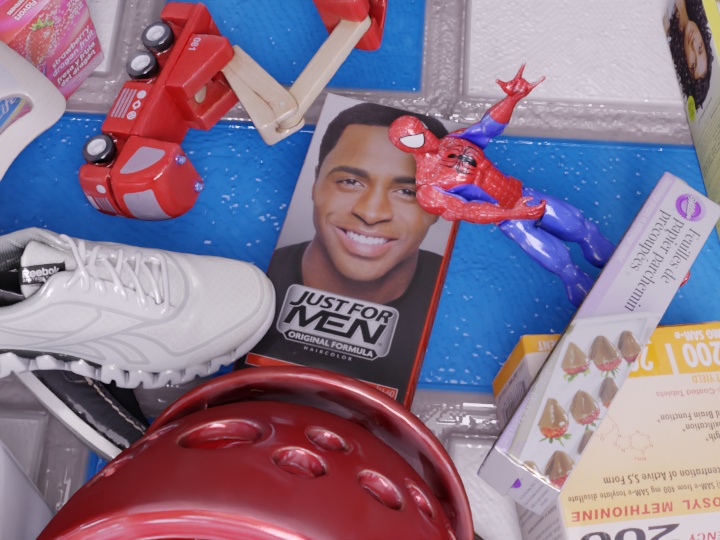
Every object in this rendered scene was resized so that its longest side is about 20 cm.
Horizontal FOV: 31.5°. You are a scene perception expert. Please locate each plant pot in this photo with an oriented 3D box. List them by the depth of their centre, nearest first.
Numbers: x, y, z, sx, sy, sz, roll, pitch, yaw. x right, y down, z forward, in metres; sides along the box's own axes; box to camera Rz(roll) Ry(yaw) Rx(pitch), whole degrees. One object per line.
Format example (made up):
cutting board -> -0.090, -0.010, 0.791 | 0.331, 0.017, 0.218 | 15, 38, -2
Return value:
plant pot -> -0.045, 0.148, 0.571 | 0.200, 0.201, 0.183 | 8, 22, 5

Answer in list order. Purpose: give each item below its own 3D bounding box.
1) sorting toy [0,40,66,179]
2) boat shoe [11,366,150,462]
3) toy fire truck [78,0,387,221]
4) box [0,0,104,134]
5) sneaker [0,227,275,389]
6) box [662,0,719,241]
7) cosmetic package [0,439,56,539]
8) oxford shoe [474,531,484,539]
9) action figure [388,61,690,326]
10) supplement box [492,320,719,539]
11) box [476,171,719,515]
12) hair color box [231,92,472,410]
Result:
sorting toy -> -0.266, -0.090, 0.697 | 0.180, 0.107, 0.200 | 28, 68, -8
boat shoe -> -0.167, 0.052, 0.734 | 0.200, 0.074, 0.060 | 35, 74, 25
toy fire truck -> -0.077, -0.115, 0.803 | 0.141, 0.049, 0.200 | 10, 63, 24
box -> -0.266, -0.114, 0.799 | 0.100, 0.096, 0.200 | 32, 69, 14
sneaker -> -0.141, 0.015, 0.673 | 0.200, 0.081, 0.075 | -3, 54, -15
box -> 0.240, -0.101, 0.800 | 0.050, 0.075, 0.200 | -5, 63, -4
cosmetic package -> -0.234, 0.206, 0.604 | 0.167, 0.166, 0.200 | -5, 63, -2
oxford shoe -> 0.003, 0.138, 0.684 | 0.200, 0.073, 0.071 | 26, 66, 9
action figure -> 0.109, -0.038, 0.717 | 0.200, 0.099, 0.065 | 31, 62, -10
supplement box -> 0.154, 0.133, 0.676 | 0.126, 0.074, 0.200 | -4, 64, -13
box -> 0.126, 0.034, 0.660 | 0.039, 0.041, 0.200 | 33, 62, 7
hair color box -> 0.000, 0.000, 0.760 | 0.101, 0.061, 0.200 | 13, 64, 7
